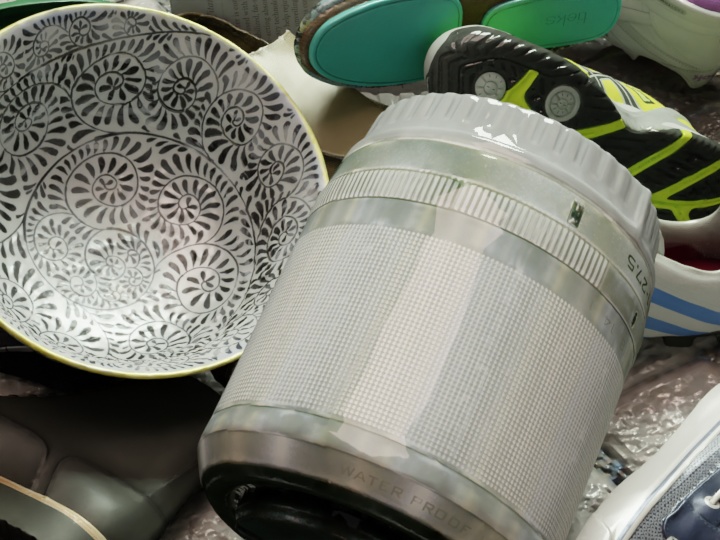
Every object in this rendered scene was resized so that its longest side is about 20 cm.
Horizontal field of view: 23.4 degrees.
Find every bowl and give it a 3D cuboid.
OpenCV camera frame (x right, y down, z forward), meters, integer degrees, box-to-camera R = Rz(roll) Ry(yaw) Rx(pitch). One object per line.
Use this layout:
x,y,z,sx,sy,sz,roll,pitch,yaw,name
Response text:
-0.123,-0.024,0.868,0.200,0.094,0.201,9,64,-18,bowl

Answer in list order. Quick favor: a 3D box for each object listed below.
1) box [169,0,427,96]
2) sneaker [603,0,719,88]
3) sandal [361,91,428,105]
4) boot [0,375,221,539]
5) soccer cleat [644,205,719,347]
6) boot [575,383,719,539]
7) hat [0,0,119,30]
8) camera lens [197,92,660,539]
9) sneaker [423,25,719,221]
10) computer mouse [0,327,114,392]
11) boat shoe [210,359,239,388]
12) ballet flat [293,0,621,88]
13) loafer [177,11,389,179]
-0.013,-0.170,1.047,0.199,0.153,0.107,-4,42,1,box
0.149,-0.184,1.076,0.075,0.100,0.200,-37,63,-25,sneaker
0.001,-0.064,1.006,0.202,0.050,0.083,2,58,15,sandal
-0.162,0.075,0.853,0.200,0.078,0.138,33,48,19,boot
0.112,0.005,0.884,0.199,0.087,0.070,-13,42,-8,soccer cleat
0.159,0.123,0.754,0.090,0.073,0.200,18,45,32,boot
-0.181,-0.033,0.959,0.199,0.166,0.176,-13,66,-16,hat
0.032,0.045,0.761,0.160,0.160,0.200,15,64,21,camera lens
0.112,-0.078,0.949,0.200,0.076,0.076,25,16,-29,sneaker
-0.203,0.036,0.912,0.199,0.046,0.141,13,43,19,computer mouse
0.000,0.000,0.913,0.072,0.072,0.200,28,51,34,boat shoe
0.045,-0.143,0.938,0.199,0.074,0.074,-9,39,-28,ballet flat
-0.043,-0.089,0.946,0.200,0.068,0.076,20,38,30,loafer
